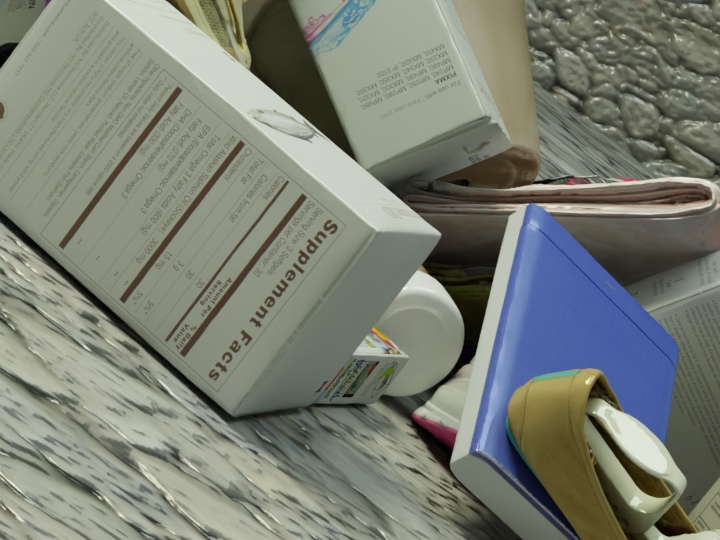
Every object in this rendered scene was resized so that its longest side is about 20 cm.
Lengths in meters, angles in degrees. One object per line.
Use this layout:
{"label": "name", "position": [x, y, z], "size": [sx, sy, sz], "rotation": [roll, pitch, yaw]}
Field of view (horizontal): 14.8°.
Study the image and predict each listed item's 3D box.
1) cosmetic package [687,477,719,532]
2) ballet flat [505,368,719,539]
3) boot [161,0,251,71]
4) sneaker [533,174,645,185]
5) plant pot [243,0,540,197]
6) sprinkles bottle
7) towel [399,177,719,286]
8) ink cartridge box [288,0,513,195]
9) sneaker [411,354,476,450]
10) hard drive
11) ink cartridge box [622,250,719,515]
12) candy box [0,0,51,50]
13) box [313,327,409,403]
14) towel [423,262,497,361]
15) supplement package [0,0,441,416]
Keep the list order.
{"label": "cosmetic package", "position": [0.263, 0.131, 1.564], "size": [0.071, 0.200, 0.105], "rotation": [34, 12, -25]}
{"label": "ballet flat", "position": [0.149, 0.135, 1.411], "size": [0.200, 0.063, 0.069], "rotation": [53, 40, -11]}
{"label": "boot", "position": [-0.073, -0.163, 1.502], "size": [0.073, 0.156, 0.201], "rotation": [3, -47, 35]}
{"label": "sneaker", "position": [0.107, -0.024, 1.814], "size": [0.074, 0.200, 0.081], "rotation": [9, 70, -35]}
{"label": "plant pot", "position": [0.031, -0.122, 1.757], "size": [0.200, 0.200, 0.174], "rotation": [22, 43, -56]}
{"label": "sprinkles bottle", "position": [0.000, 0.000, 1.608], "size": [0.068, 0.068, 0.200], "rotation": [32, 12, -27]}
{"label": "towel", "position": [0.128, -0.012, 1.680], "size": [0.190, 0.032, 0.200], "rotation": [2, -18, 9]}
{"label": "ink cartridge box", "position": [0.008, -0.153, 1.609], "size": [0.146, 0.082, 0.201], "rotation": [28, 39, -81]}
{"label": "sneaker", "position": [0.090, 0.067, 1.566], "size": [0.081, 0.088, 0.200], "rotation": [38, 11, 1]}
{"label": "hard drive", "position": [0.114, 0.072, 1.496], "size": [0.132, 0.025, 0.200], "rotation": [43, 37, -22]}
{"label": "ink cartridge box", "position": [0.254, 0.076, 1.648], "size": [0.045, 0.175, 0.201], "rotation": [-87, 153, -59]}
{"label": "candy box", "position": [-0.192, -0.201, 1.571], "size": [0.199, 0.072, 0.168], "rotation": [-12, 41, -33]}
{"label": "box", "position": [-0.073, -0.005, 1.477], "size": [0.200, 0.035, 0.110], "rotation": [41, 11, 17]}
{"label": "towel", "position": [0.103, 0.040, 1.715], "size": [0.143, 0.023, 0.200], "rotation": [-1, -23, 45]}
{"label": "supplement package", "position": [-0.081, -0.036, 1.355], "size": [0.200, 0.117, 0.117], "rotation": [41, 10, 13]}
